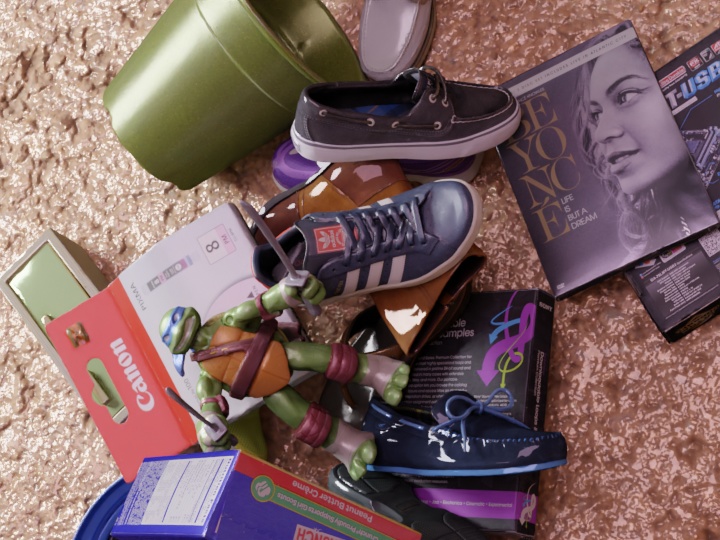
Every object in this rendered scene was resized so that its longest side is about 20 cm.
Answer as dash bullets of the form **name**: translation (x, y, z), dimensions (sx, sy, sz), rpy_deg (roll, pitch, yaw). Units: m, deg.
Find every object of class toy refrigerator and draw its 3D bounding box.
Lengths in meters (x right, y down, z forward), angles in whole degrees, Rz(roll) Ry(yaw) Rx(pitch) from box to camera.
- **toy refrigerator**: translation (-0.248, 0.060, 1.506), dimensions (0.076, 0.070, 0.200), rpy_deg (-42, 66, 4)

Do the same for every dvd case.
- **dvd case**: translation (0.195, -0.094, 1.366), dimensions (0.148, 0.016, 0.202), rpy_deg (-25, 66, 14)

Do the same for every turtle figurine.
- **turtle figurine**: translation (-0.061, 0.081, 1.261), dimensions (0.193, 0.200, 0.145), rpy_deg (24, 58, -13)

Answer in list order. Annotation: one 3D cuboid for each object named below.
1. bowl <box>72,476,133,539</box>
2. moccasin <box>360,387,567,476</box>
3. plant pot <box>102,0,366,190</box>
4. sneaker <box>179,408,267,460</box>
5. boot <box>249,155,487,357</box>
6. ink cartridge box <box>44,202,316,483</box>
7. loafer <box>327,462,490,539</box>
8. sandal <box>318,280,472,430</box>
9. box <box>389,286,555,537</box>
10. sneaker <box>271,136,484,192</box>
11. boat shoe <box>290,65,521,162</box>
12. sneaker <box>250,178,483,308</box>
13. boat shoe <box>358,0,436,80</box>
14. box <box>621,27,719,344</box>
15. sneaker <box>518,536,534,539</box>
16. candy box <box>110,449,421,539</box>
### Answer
- **bowl**: translation (-0.164, 0.270, 1.430), dimensions (0.199, 0.039, 0.203), rpy_deg (-6, 72, 19)
- **moccasin**: translation (0.072, 0.127, 1.294), dimensions (0.199, 0.080, 0.069), rpy_deg (-3, 85, 37)
- **plant pot**: translation (-0.127, -0.175, 1.482), dimensions (0.190, 0.200, 0.201), rpy_deg (-39, 65, 19)
- **sneaker**: translation (-0.115, 0.080, 1.439), dimensions (0.090, 0.078, 0.201), rpy_deg (-30, 66, 22)
- **boot**: translation (0.000, 0.000, 1.375), dimensions (0.189, 0.068, 0.200), rpy_deg (-48, 55, 14)
- **ink cartridge box**: translation (-0.153, 0.062, 1.384), dimensions (0.199, 0.057, 0.163), rpy_deg (-30, 81, -1)
- **loafer**: translation (0.044, 0.223, 1.311), dimensions (0.199, 0.071, 0.064), rpy_deg (32, 120, 45)
- **sandal**: translation (0.019, 0.062, 1.379), dimensions (0.200, 0.054, 0.082), rpy_deg (-51, 45, 20)
- **box**: translation (0.088, 0.117, 1.364), dimensions (0.142, 0.036, 0.202), rpy_deg (-3, 74, 39)
- **sneaker**: translation (0.009, -0.114, 1.455), dimensions (0.198, 0.083, 0.081), rpy_deg (-8, 71, 19)
- **boat shoe**: translation (0.040, -0.137, 1.352), dimensions (0.198, 0.067, 0.070), rpy_deg (-4, 46, -10)
- **sneaker**: translation (0.000, -0.022, 1.287), dimensions (0.199, 0.084, 0.076), rpy_deg (-24, 65, 28)
- **boat shoe**: translation (0.035, -0.270, 1.498), dimensions (0.074, 0.068, 0.202), rpy_deg (7, 77, 22)
- **box**: translation (0.286, -0.076, 1.360), dimensions (0.199, 0.050, 0.199), rpy_deg (-34, 65, 9)
- **sneaker**: translation (0.060, 0.269, 1.328), dimensions (0.199, 0.071, 0.083), rpy_deg (-31, 77, 12)
- **candy box**: translation (-0.078, 0.206, 1.272), dimensions (0.200, 0.168, 0.078), rpy_deg (-14, 51, 60)
